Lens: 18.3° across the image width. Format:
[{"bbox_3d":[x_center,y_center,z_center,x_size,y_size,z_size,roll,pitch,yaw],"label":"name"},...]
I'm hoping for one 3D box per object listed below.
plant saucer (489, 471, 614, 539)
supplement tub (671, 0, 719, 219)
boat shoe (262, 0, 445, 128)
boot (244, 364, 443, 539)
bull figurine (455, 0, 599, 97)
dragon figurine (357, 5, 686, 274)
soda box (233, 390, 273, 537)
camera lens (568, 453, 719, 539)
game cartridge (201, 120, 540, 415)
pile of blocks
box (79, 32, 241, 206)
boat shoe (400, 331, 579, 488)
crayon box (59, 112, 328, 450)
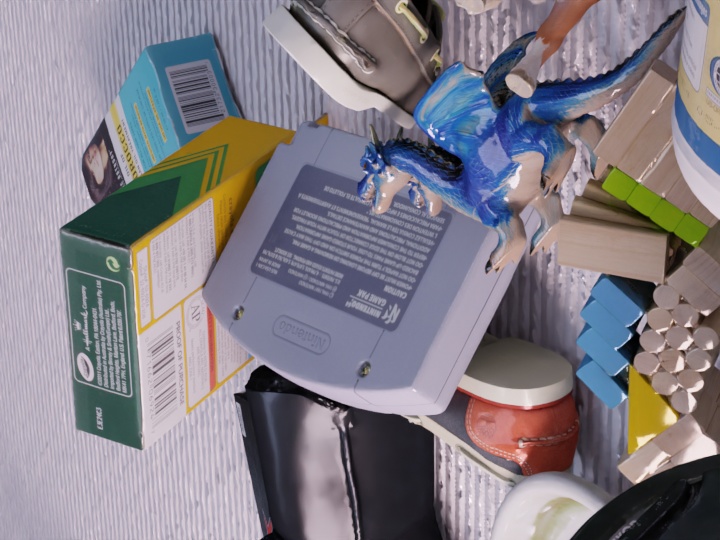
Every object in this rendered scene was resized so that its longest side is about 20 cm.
[{"bbox_3d":[0.130,0.187,1.063,0.200,0.050,0.200,42,140,49],"label":"plant saucer"},{"bbox_3d":[0.176,-0.111,0.684,0.145,0.145,0.200,47,144,47],"label":"supplement tub"},{"bbox_3d":[0.011,-0.114,1.076,0.072,0.060,0.202,46,-170,7],"label":"boat shoe"},{"bbox_3d":[-0.047,0.134,1.261,0.076,0.200,0.168,-107,6,-76],"label":"boot"},{"bbox_3d":[0.101,-0.155,0.888,0.065,0.121,0.200,36,156,5],"label":"bull figurine"},{"bbox_3d":[0.064,-0.069,1.009,0.099,0.059,0.200,51,141,18],"label":"dragon figurine"},{"bbox_3d":[-0.018,0.164,1.349,0.063,0.071,0.200,-164,62,-69],"label":"soda box"},{"bbox_3d":[0.156,0.179,0.825,0.160,0.160,0.200,41,156,52],"label":"camera lens"},{"bbox_3d":[0.000,0.000,1.153,0.200,0.042,0.133,22,87,52],"label":"game cartridge"},{"bbox_3d":[0.128,-0.003,0.939,0.082,0.062,0.200,13,121,16],"label":"pile of blocks"},{"bbox_3d":[-0.135,-0.079,1.501,0.082,0.049,0.200,70,155,13],"label":"box"},{"bbox_3d":[0.046,0.058,1.163,0.200,0.071,0.063,26,129,55],"label":"boat shoe"},{"bbox_3d":[-0.089,-0.002,1.263,0.052,0.200,0.126,15,121,27],"label":"crayon box"}]
